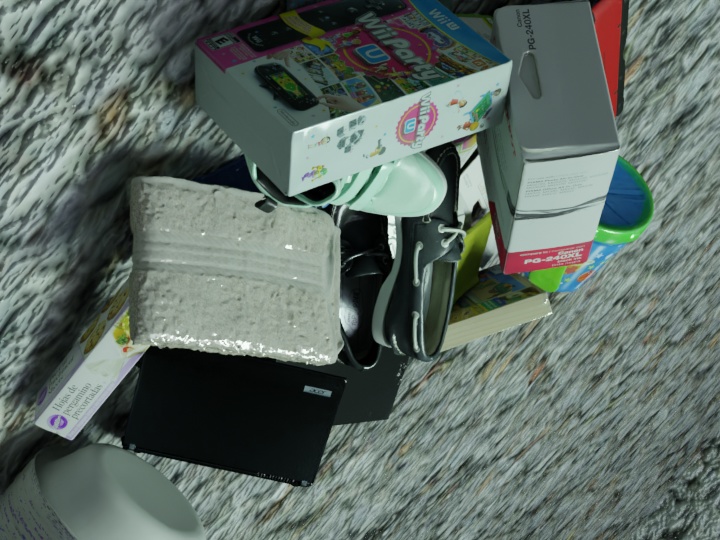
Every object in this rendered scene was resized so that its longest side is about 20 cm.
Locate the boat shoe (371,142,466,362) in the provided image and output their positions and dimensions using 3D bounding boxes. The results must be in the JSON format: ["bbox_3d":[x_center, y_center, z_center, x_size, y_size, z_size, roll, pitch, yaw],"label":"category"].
[{"bbox_3d":[0.065,-0.018,1.278,0.075,0.060,0.202,-16,122,-49],"label":"boat shoe"}]

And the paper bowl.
[{"bbox_3d":[-0.217,0.233,1.274,0.105,0.201,0.200,-49,153,6],"label":"paper bowl"}]

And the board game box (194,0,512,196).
[{"bbox_3d":[-0.007,-0.146,1.108,0.199,0.148,0.065,-21,137,-28],"label":"board game box"}]

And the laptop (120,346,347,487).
[{"bbox_3d":[-0.121,0.129,1.306,0.200,0.176,0.104,155,-52,-80],"label":"laptop"}]

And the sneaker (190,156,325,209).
[{"bbox_3d":[-0.106,-0.044,1.233,0.199,0.070,0.078,-18,143,-35],"label":"sneaker"}]

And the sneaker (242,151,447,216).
[{"bbox_3d":[-0.012,-0.069,1.164,0.199,0.119,0.074,19,116,-22],"label":"sneaker"}]

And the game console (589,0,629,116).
[{"bbox_3d":[0.190,-0.220,1.372,0.172,0.118,0.201,-43,153,-17],"label":"game console"}]

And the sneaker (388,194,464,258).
[{"bbox_3d":[-0.001,-0.050,1.373,0.198,0.080,0.077,-5,118,-27],"label":"sneaker"}]

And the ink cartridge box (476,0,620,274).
[{"bbox_3d":[0.153,-0.108,1.205,0.083,0.146,0.200,-6,154,-3],"label":"ink cartridge box"}]

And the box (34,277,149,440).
[{"bbox_3d":[-0.203,0.060,1.188,0.039,0.042,0.200,28,120,-25],"label":"box"}]

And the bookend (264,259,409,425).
[{"bbox_3d":[-0.041,0.048,1.420,0.199,0.092,0.200,-2,118,-42],"label":"bookend"}]

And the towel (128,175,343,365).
[{"bbox_3d":[-0.095,0.003,1.147,0.199,0.134,0.034,8,164,-38],"label":"towel"}]

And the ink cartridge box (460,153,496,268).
[{"bbox_3d":[0.155,-0.114,1.550,0.176,0.045,0.200,-46,153,-6],"label":"ink cartridge box"}]

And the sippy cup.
[{"bbox_3d":[0.231,-0.050,1.568,0.177,0.140,0.131,-12,148,-34],"label":"sippy cup"}]

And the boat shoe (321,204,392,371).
[{"bbox_3d":[-0.002,0.001,1.308,0.074,0.066,0.201,-2,113,-22],"label":"boat shoe"}]

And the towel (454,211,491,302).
[{"bbox_3d":[0.096,0.004,1.463,0.200,0.018,0.087,-38,148,-62],"label":"towel"}]

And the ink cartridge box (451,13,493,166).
[{"bbox_3d":[0.102,-0.161,1.348,0.199,0.076,0.148,-11,144,-53],"label":"ink cartridge box"}]

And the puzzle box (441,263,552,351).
[{"bbox_3d":[0.116,0.038,1.533,0.132,0.026,0.200,-19,-169,-5],"label":"puzzle box"}]

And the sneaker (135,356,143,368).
[{"bbox_3d":[-0.131,0.018,1.271,0.200,0.076,0.091,-50,147,-1],"label":"sneaker"}]

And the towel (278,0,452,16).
[{"bbox_3d":[0.007,-0.222,1.215,0.199,0.022,0.147,-30,148,-30],"label":"towel"}]
